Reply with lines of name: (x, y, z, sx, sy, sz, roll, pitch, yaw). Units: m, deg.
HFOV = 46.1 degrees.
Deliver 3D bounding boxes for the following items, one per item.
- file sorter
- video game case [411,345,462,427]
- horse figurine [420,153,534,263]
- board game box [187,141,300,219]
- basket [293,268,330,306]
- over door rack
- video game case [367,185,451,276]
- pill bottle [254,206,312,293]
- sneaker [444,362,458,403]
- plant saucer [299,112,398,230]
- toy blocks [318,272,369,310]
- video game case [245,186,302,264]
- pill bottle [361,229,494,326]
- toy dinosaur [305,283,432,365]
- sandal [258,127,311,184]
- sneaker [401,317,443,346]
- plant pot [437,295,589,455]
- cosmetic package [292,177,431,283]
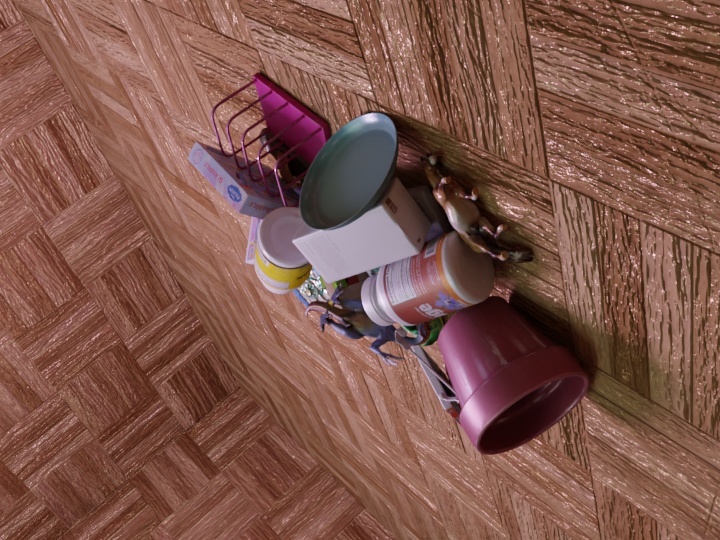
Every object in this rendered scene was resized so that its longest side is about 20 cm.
file sorter: (-0.157, -0.227, 1.516, 0.200, 0.125, 0.140, 40, 158, 30)
video game case: (0.163, 0.231, 1.626, 0.144, 0.017, 0.200, 63, -173, 31)
horse figurine: (0.154, -0.077, 1.181, 0.200, 0.050, 0.132, 49, 174, -11)
board game box: (-0.198, -0.155, 1.597, 0.199, 0.041, 0.199, 15, -157, -49)
basket: (-0.104, -0.008, 1.769, 0.177, 0.139, 0.199, 55, 152, -10)
over door rack: (0.169, 0.138, 1.400, 0.200, 0.147, 0.067, 47, 155, 10)
video game case: (0.071, -0.037, 1.353, 0.181, 0.022, 0.201, -9, 127, 36)
pill bottle: (-0.138, -0.028, 1.543, 0.111, 0.111, 0.200, 48, 159, 8)
sneaker: (0.204, 0.201, 1.559, 0.200, 0.084, 0.074, -90, -17, -86)
plant saucer: (-0.014, -0.143, 1.263, 0.027, 0.201, 0.199, 34, 174, -36)
toy blocks: (0.000, 0.000, 1.565, 0.100, 0.135, 0.202, 122, 127, -69)
video game case: (-0.164, -0.090, 1.719, 0.018, 0.145, 0.199, 16, 166, -39)
pill bottle: (0.097, 0.020, 1.293, 0.199, 0.112, 0.113, -24, 106, 43)
toy dinosaur: (0.026, 0.083, 1.467, 0.180, 0.106, 0.200, 20, -175, -26)
sandal: (-0.143, -0.203, 1.633, 0.200, 0.054, 0.081, 42, 157, 29)
sneaker: (0.105, 0.083, 1.540, 0.074, 0.083, 0.201, 41, 159, 26)
plant pot: (0.213, 0.147, 1.275, 0.180, 0.198, 0.201, 57, 167, 32)
cosmetic package: (0.001, -0.058, 1.300, 0.199, 0.074, 0.102, -18, 123, 39)
